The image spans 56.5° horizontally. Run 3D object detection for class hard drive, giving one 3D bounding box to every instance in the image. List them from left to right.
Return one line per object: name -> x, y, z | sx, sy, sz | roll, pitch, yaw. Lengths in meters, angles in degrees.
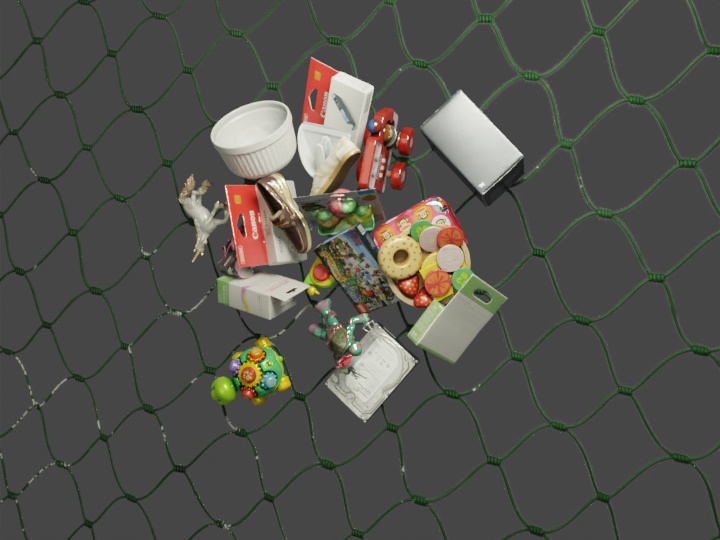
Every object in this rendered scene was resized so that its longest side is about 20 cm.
hard drive -> 0.027, 0.243, 1.601 | 0.140, 0.038, 0.200 | 43, 100, 13

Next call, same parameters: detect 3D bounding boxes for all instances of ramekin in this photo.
ramekin -> -0.248, -0.311, 1.613 | 0.199, 0.105, 0.201 | -10, 43, 10

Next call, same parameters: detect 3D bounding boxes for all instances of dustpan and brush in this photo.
dustpan and brush -> -0.092, -0.245, 1.617 | 0.139, 0.057, 0.201 | 17, 131, 23

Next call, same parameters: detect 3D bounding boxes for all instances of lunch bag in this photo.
lunch bag -> 0.145, -0.058, 1.557 | 0.199, 0.082, 0.177 | -29, 86, 12

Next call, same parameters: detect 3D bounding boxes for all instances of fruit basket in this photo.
fruit basket -> -0.042, -0.132, 1.521 | 0.184, 0.200, 0.094 | -6, 79, 7

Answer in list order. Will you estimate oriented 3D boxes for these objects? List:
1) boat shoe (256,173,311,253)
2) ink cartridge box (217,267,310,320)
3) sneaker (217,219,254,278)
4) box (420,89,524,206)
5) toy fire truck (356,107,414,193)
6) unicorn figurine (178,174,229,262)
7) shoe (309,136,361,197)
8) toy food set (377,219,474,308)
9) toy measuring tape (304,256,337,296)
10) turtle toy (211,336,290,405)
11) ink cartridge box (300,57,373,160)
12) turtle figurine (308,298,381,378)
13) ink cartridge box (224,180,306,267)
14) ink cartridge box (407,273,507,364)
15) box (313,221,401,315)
boat shoe -> -0.182, -0.125, 1.556 | 0.072, 0.072, 0.201 | -19, 95, 50
ink cartridge box -> -0.231, 0.056, 1.611 | 0.199, 0.117, 0.068 | 16, 115, 26
sneaker -> -0.296, -0.070, 1.646 | 0.095, 0.079, 0.201 | -3, 53, 24
box -> 0.249, -0.261, 1.469 | 0.124, 0.197, 0.200 | -43, 79, 10
toy fire truck -> 0.047, -0.275, 1.539 | 0.112, 0.168, 0.201 | 13, 92, 15
unicorn figurine -> -0.402, -0.136, 1.716 | 0.137, 0.074, 0.200 | -42, 65, 20
shoe -> -0.068, -0.228, 1.557 | 0.053, 0.070, 0.200 | 50, 130, 10
toy food set -> 0.151, -0.012, 1.483 | 0.197, 0.049, 0.201 | -29, 101, 3
toy measuring tape -> -0.067, -0.023, 1.622 | 0.073, 0.074, 0.201 | 29, 86, 14
turtle toy -> -0.276, 0.263, 1.650 | 0.199, 0.101, 0.146 | -32, 81, 12
ink cartridge box -> -0.069, -0.372, 1.579 | 0.176, 0.045, 0.201 | 29, 135, 15
turtle figurine -> -0.039, 0.156, 1.567 | 0.200, 0.101, 0.150 | 35, 95, 38
ink cartridge box -> -0.223, -0.114, 1.602 | 0.045, 0.176, 0.201 | -15, 84, 45
ink cartridge box -> 0.217, 0.104, 1.500 | 0.200, 0.145, 0.048 | -54, 39, 7
box -> 0.000, 0.000, 1.548 | 0.136, 0.038, 0.200 | -25, 106, 39
